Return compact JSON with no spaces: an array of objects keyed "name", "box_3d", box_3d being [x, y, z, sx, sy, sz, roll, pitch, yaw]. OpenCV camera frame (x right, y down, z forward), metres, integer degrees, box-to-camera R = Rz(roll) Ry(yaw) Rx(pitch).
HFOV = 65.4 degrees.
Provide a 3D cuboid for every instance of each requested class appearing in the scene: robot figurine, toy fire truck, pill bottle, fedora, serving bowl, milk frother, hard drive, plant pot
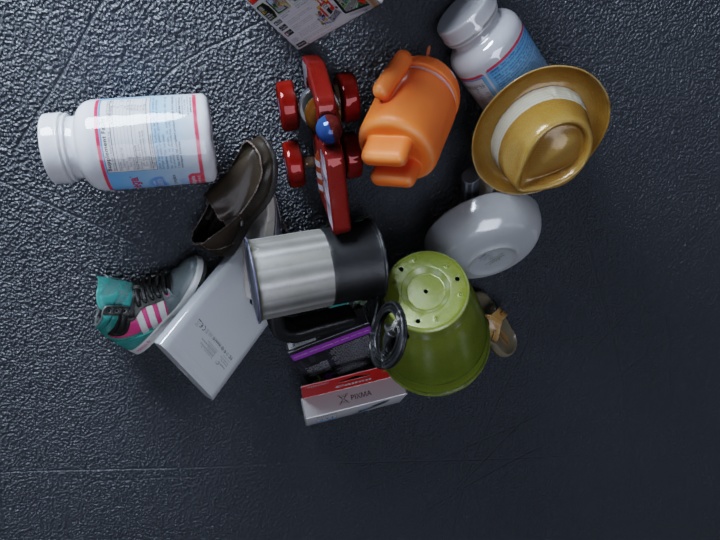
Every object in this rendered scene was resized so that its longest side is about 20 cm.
[{"name":"robot figurine","box_3d":[0.069,-0.209,0.763,0.143,0.203,0.116,33,152,-17]},{"name":"toy fire truck","box_3d":[-0.045,-0.172,0.749,0.110,0.169,0.204,-10,124,-10]},{"name":"pill bottle","box_3d":[-0.287,-0.161,0.710,0.195,0.109,0.111,-7,123,-12]},{"name":"fedora","box_3d":[0.251,-0.170,0.765,0.196,0.083,0.203,-1,132,-1]},{"name":"serving bowl","box_3d":[0.206,-0.041,0.917,0.195,0.067,0.201,-10,150,-5]},{"name":"milk frother","box_3d":[-0.048,0.041,0.760,0.184,0.200,0.185,-11,111,-15]},{"name":"hard drive","box_3d":[-0.207,0.074,0.862,0.201,0.026,0.133,-56,132,-30]},{"name":"plant pot","box_3d":[0.110,0.073,0.888,0.197,0.203,0.194,-23,151,-2]},{"name":"pill bottle","box_3d":[0.196,-0.288,0.788,0.109,0.109,0.199,-42,123,11]}]

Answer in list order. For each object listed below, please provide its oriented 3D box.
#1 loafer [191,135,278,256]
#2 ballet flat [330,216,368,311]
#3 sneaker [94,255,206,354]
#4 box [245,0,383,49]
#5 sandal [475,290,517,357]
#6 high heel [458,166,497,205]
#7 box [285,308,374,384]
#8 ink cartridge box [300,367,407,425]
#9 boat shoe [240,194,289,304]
[{"name":"loafer","box_3d":[-0.181,-0.098,0.790,0.071,0.073,0.202,-6,135,-50]},{"name":"ballet flat","box_3d":[0.000,0.000,0.941,0.073,0.075,0.203,8,120,-21]},{"name":"sneaker","box_3d":[-0.333,0.034,0.845,0.200,0.084,0.120,-45,132,14]},{"name":"box","box_3d":[-0.060,-0.325,0.638,0.109,0.199,0.035,35,77,-31]},{"name":"sandal","box_3d":[0.255,0.105,1.063,0.200,0.053,0.081,42,70,-35]},{"name":"high heel","box_3d":[0.242,-0.147,0.932,0.198,0.072,0.144,-30,148,-12]},{"name":"box","box_3d":[-0.040,0.149,0.986,0.140,0.037,0.201,-20,145,-2]},{"name":"ink cartridge box","box_3d":[-0.011,0.229,1.030,0.196,0.046,0.177,-12,158,-10]},{"name":"boat shoe","box_3d":[-0.133,-0.047,0.870,0.092,0.074,0.205,-17,115,-49]}]
